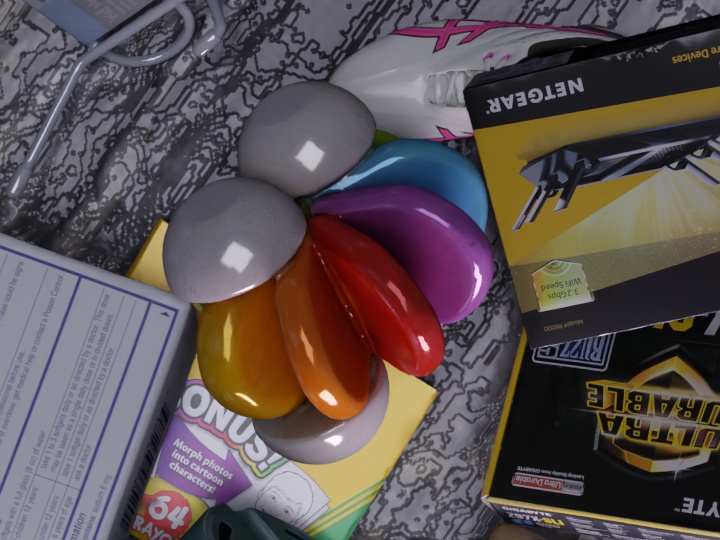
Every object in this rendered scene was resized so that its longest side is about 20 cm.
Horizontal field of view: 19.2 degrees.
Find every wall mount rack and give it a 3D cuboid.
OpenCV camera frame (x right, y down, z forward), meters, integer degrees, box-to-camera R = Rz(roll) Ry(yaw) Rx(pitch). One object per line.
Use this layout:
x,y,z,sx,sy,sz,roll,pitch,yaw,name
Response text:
-0.182,-0.136,1.235,0.173,0.200,0.075,-32,52,18,wall mount rack

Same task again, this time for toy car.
0.000,0.000,1.180,0.149,0.200,0.176,-1,131,39,toy car

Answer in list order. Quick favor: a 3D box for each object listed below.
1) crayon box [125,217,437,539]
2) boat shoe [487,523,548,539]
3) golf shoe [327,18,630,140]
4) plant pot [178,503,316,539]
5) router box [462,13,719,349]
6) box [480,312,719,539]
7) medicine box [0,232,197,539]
-0.081,0.093,1.304,0.199,0.058,0.173,31,93,-1,crayon box
0.161,0.215,1.300,0.199,0.071,0.065,29,49,-20,boat shoe
0.076,-0.118,1.277,0.199,0.092,0.073,-6,93,2,golf shoe
-0.084,0.253,1.209,0.200,0.200,0.196,38,104,-2,plant pot
0.173,-0.054,1.200,0.199,0.052,0.158,-13,103,16,router box
0.186,0.080,1.243,0.199,0.049,0.161,7,67,26,box
-0.214,0.077,1.209,0.199,0.103,0.183,19,78,2,medicine box
